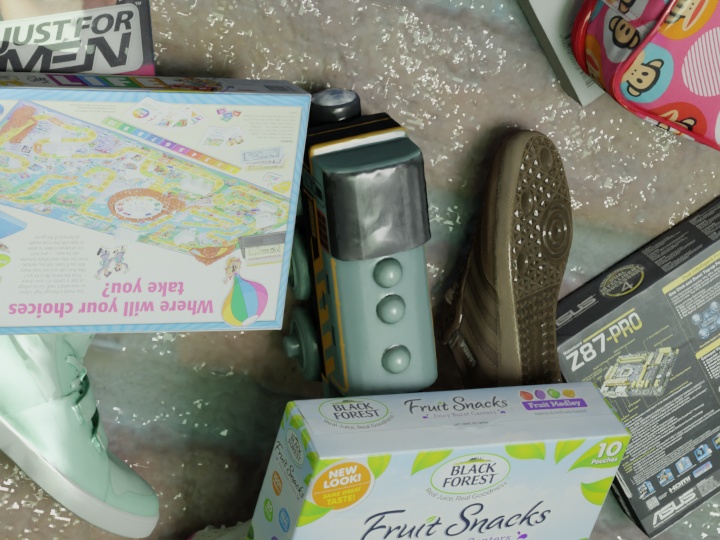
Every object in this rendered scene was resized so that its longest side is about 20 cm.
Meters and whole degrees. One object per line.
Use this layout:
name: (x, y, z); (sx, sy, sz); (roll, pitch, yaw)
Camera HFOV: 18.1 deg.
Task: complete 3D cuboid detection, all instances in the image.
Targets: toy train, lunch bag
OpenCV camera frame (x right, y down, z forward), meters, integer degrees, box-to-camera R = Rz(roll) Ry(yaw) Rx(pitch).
toy train: (0.000, 0.000, 1.286); (0.084, 0.114, 0.202); (-11, 113, -14)
lunch bag: (0.233, -0.165, 1.283); (0.175, 0.082, 0.201); (20, 108, -33)

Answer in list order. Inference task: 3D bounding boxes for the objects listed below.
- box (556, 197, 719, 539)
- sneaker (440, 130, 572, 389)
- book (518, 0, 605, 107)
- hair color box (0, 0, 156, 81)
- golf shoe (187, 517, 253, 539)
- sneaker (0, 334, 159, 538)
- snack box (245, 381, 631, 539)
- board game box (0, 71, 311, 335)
box: (0.224, 0.050, 1.421); (0.199, 0.049, 0.162); (-33, 119, -5)
sneaker: (0.077, 0.017, 1.344); (0.070, 0.075, 0.202); (-4, 97, -52)
book: (0.180, -0.204, 1.311); (0.199, 0.048, 0.134); (-34, 121, -4)
hair color box: (-0.167, -0.169, 1.193); (0.099, 0.061, 0.202); (-10, 112, -16)
golf shoe: (-0.061, 0.170, 1.354); (0.200, 0.091, 0.076); (-36, 138, -29)
sneaker: (-0.156, 0.061, 1.278); (0.118, 0.074, 0.200); (-45, 119, -2)
snack box: (0.040, 0.136, 1.278); (0.198, 0.053, 0.143); (-3, 128, -27)
board game box: (-0.129, -0.035, 1.200); (0.198, 0.034, 0.136); (0, 108, -27)
